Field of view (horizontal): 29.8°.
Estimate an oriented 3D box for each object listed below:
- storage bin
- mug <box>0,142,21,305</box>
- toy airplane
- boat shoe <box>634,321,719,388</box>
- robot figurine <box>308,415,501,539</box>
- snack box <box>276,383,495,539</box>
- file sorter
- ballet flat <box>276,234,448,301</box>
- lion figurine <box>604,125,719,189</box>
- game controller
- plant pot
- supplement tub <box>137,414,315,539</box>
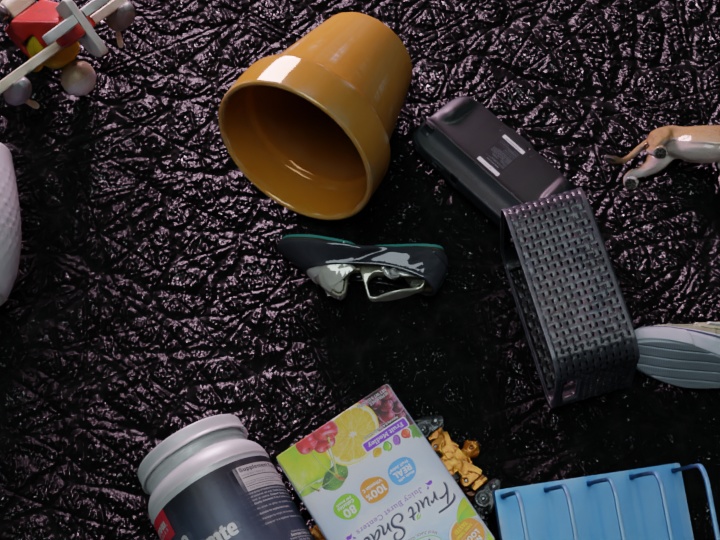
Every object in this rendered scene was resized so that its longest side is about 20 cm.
[{"bbox_3d":[0.222,0.030,1.457,0.093,0.135,0.202,-14,66,-1],"label":"storage bin"},{"bbox_3d":[-0.461,-0.052,1.523,0.146,0.200,0.177,-11,72,-5],"label":"mug"},{"bbox_3d":[-0.356,-0.275,1.640,0.198,0.142,0.200,-16,33,13],"label":"toy airplane"},{"bbox_3d":[0.386,0.087,1.465,0.198,0.072,0.062,9,43,5],"label":"boat shoe"},{"bbox_3d":[0.050,0.248,1.423,0.199,0.058,0.145,-39,69,-10],"label":"robot figurine"},{"bbox_3d":[0.026,0.236,1.370,0.141,0.053,0.201,-32,66,-6],"label":"snack box"},{"bbox_3d":[0.247,0.271,1.337,0.198,0.123,0.140,-8,80,-5],"label":"file sorter"},{"bbox_3d":[0.000,0.000,1.530,0.198,0.073,0.074,4,67,5],"label":"ballet flat"},{"bbox_3d":[0.387,-0.141,1.549,0.198,0.073,0.123,10,34,16],"label":"lion figurine"},{"bbox_3d":[0.156,-0.123,1.588,0.104,0.042,0.200,-36,68,-26],"label":"game controller"},{"bbox_3d":[-0.033,-0.193,1.559,0.199,0.201,0.184,25,55,15],"label":"plant pot"},{"bbox_3d":[-0.132,0.265,1.388,0.139,0.141,0.201,-30,68,-8],"label":"supplement tub"}]
